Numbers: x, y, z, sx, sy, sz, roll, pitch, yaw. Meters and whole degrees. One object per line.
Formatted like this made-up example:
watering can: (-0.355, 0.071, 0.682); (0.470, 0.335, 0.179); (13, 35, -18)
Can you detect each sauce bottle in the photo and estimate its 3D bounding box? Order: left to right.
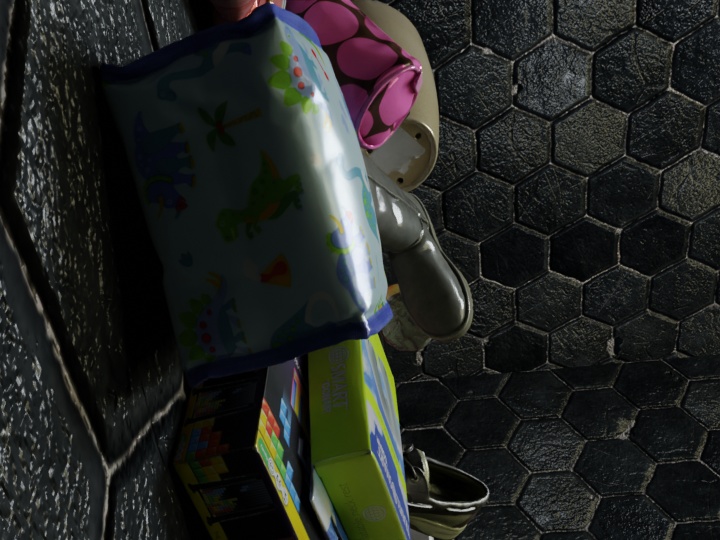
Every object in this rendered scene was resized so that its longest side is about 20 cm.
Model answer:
sauce bottle: (0.046, 0.046, 1.044); (0.200, 0.063, 0.066); (-112, -163, -84)

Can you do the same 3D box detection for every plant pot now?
plant pot: (0.014, -0.177, 1.041); (0.201, 0.184, 0.190); (-112, -169, -52)

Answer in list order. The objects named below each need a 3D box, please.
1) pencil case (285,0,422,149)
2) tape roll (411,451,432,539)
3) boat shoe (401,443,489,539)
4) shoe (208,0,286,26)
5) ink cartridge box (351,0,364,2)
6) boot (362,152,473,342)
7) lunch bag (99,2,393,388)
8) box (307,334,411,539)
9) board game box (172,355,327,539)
pencil case: (-0.027, -0.197, 0.802); (0.200, 0.093, 0.091); (49, -15, 24)
tape roll: (0.024, 0.337, 1.167); (0.203, 0.137, 0.207); (-5, 90, -86)
boat shoe: (0.036, 0.184, 0.822); (0.199, 0.066, 0.072); (28, 26, -35)
shoe: (-0.090, -0.263, 0.738); (0.091, 0.070, 0.203); (84, 6, -63)
ink cartridge box: (-0.058, -0.360, 1.029); (0.201, 0.113, 0.069); (76, 9, -67)
boot: (0.024, -0.034, 0.849); (0.184, 0.072, 0.200); (63, 10, 26)
lunch bag: (-0.049, -0.042, 0.537); (0.200, 0.125, 0.173); (-29, 104, -76)
box: (-0.003, 0.114, 0.672); (0.202, 0.047, 0.123); (-95, 169, -50)
board game box: (-0.053, 0.141, 0.630); (0.166, 0.056, 0.202); (-87, 162, -57)
